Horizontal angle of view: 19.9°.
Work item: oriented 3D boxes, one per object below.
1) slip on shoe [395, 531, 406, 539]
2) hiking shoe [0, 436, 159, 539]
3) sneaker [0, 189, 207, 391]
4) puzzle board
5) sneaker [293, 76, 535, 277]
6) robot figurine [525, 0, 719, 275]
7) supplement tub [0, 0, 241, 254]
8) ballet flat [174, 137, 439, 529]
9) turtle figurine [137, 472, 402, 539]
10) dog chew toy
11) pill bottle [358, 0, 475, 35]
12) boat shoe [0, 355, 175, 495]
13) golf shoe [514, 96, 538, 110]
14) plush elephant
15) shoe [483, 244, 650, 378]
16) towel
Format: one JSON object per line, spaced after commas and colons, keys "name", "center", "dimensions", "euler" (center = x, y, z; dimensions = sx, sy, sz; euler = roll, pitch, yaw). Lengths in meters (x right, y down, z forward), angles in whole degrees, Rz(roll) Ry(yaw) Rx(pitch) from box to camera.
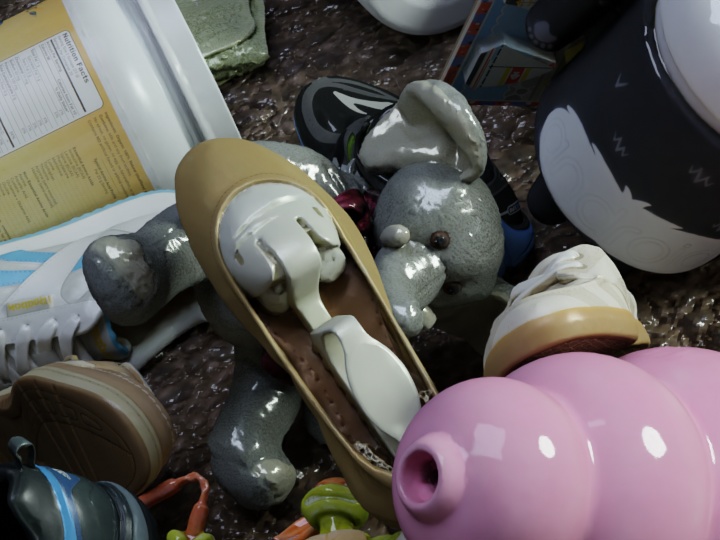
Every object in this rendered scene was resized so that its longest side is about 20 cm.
{"name": "slip on shoe", "center": [0.060, 0.183, 0.787], "dimensions": [0.061, 0.076, 0.200], "euler": [-45, 59, 10]}
{"name": "hiking shoe", "center": [-0.166, 0.174, 0.884], "dimensions": [0.074, 0.087, 0.201], "euler": [10, 74, 45]}
{"name": "sneaker", "center": [-0.167, 0.027, 1.112], "dimensions": [0.200, 0.077, 0.081], "euler": [-27, 38, -1]}
{"name": "puzzle board", "center": [0.132, -0.133, 1.021], "dimensions": [0.150, 0.200, 0.017], "euler": [-1, 63, -15]}
{"name": "sneaker", "center": [0.025, -0.066, 1.114], "dimensions": [0.071, 0.083, 0.200], "euler": [-33, 38, -12]}
{"name": "robot figurine", "center": [0.163, -0.078, 0.980], "dimensions": [0.150, 0.200, 0.125], "euler": [7, 59, -27]}
{"name": "supplement tub", "center": [-0.180, -0.075, 1.183], "dimensions": [0.199, 0.145, 0.145], "euler": [-27, 37, -4]}
{"name": "ballet flat", "center": [-0.013, 0.016, 0.872], "dimensions": [0.069, 0.063, 0.200], "euler": [-32, 77, -12]}
{"name": "turtle figurine", "center": [-0.019, 0.150, 0.894], "dimensions": [0.199, 0.065, 0.162], "euler": [-7, 47, 8]}
{"name": "dog chew toy", "center": [0.092, 0.086, 0.802], "dimensions": [0.124, 0.200, 0.125], "euler": [-12, 74, 46]}
{"name": "pill bottle", "center": [0.011, -0.238, 1.303], "dimensions": [0.112, 0.112, 0.200], "euler": [-28, 38, -6]}
{"name": "boat shoe", "center": [-0.131, 0.069, 1.004], "dimensions": [0.064, 0.071, 0.200], "euler": [-30, 11, -26]}
{"name": "golf shoe", "center": [0.112, -0.151, 1.183], "dimensions": [0.094, 0.078, 0.200], "euler": [2, 33, 35]}
{"name": "plush elephant", "center": [0.000, 0.000, 0.978], "dimensions": [0.154, 0.165, 0.200], "euler": [-8, 30, 36]}
{"name": "shoe", "center": [0.085, 0.022, 0.901], "dimensions": [0.070, 0.200, 0.054], "euler": [-27, 81, 9]}
{"name": "towel", "center": [-0.157, -0.146, 1.347], "dimensions": [0.199, 0.037, 0.149], "euler": [-21, 36, 4]}
